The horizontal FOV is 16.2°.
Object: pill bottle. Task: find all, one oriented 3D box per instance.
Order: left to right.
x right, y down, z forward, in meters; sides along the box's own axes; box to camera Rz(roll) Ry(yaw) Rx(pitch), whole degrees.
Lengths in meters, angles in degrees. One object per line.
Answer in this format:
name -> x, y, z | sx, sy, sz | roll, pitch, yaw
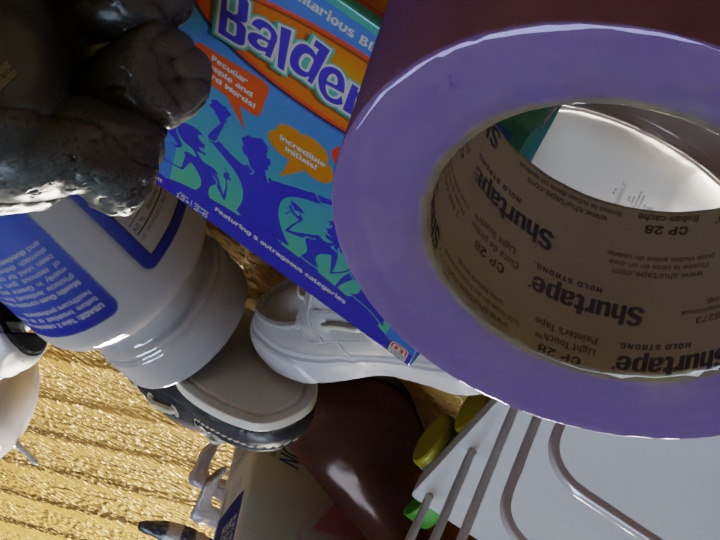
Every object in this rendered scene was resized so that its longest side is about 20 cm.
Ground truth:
pill bottle -> -0.147, -0.031, 1.259 | 0.112, 0.113, 0.200 | 5, 147, 47

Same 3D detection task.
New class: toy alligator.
toy alligator -> 0.086, 0.071, 1.265 | 0.059, 0.054, 0.200 | 35, 138, -13

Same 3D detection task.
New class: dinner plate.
dinner plate -> 0.112, -0.036, 1.036 | 0.199, 0.024, 0.200 | 25, 158, 11

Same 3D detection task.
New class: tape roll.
tape roll -> 0.095, -0.038, 0.878 | 0.198, 0.085, 0.201 | 9, 138, 8

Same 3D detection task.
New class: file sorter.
file sorter -> 0.109, 0.128, 1.173 | 0.138, 0.125, 0.200 | 33, 136, -6

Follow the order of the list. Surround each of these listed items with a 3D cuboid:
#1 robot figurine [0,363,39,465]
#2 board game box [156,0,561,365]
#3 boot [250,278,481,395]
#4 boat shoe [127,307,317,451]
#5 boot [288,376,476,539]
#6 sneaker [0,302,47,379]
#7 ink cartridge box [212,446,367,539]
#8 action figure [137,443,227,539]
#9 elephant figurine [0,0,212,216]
robot figurine -> -0.288, 0.056, 1.629 | 0.200, 0.113, 0.170 | 39, -165, -21
board game box -> -0.007, -0.061, 1.041 | 0.152, 0.045, 0.200 | 35, 149, 7
boot -> 0.000, 0.000, 1.218 | 0.199, 0.074, 0.096 | 2, 130, 50
boat shoe -> -0.078, 0.057, 1.345 | 0.200, 0.073, 0.061 | 30, 135, 53
boot -> 0.026, 0.166, 1.358 | 0.068, 0.201, 0.189 | -23, 141, 8
sneaker -> -0.242, -0.019, 1.315 | 0.201, 0.081, 0.075 | 60, -163, 18
ink cartridge box -> 0.007, 0.181, 1.464 | 0.199, 0.043, 0.197 | 33, -159, -11
action figure -> -0.045, 0.197, 1.613 | 0.194, 0.105, 0.200 | 50, 169, -8
elephant figurine -> -0.155, -0.068, 1.032 | 0.155, 0.142, 0.200 | 28, 160, -24
